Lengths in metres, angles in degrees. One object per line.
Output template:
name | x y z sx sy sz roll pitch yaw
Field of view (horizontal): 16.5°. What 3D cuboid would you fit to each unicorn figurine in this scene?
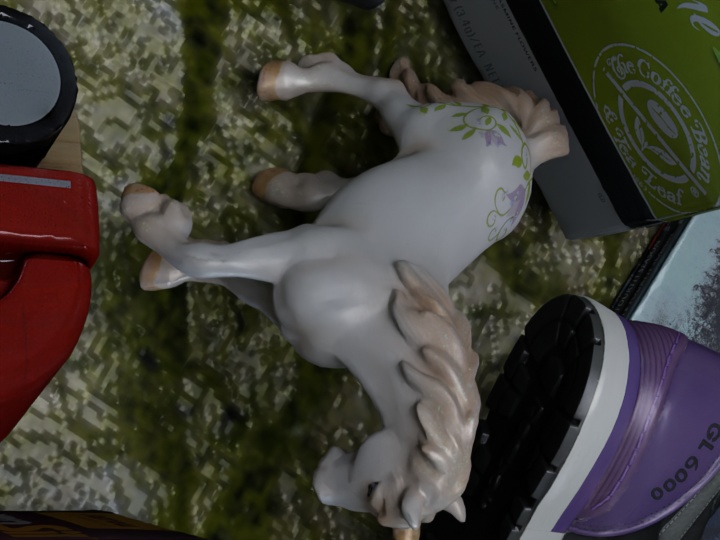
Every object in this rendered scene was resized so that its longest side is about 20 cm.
unicorn figurine | 0.000 0.000 0.756 0.200 0.137 0.074 -57 149 -27

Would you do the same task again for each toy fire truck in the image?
toy fire truck | -0.154 0.023 0.659 0.175 0.129 0.201 5 62 -25

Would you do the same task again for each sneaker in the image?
sneaker | 0.062 0.106 0.782 0.087 0.076 0.201 18 121 -21

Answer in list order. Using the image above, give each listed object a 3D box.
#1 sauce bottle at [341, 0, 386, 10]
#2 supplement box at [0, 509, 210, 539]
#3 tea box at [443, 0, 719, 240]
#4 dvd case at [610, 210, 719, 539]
sauce bottle | -0.074 -0.139 0.774 0.199 0.065 0.065 22 80 -25
supplement box | -0.151 0.114 0.708 0.199 0.110 0.086 2 88 -25
tea box | 0.110 -0.134 0.775 0.133 0.197 0.201 -31 96 -22
dvd case | 0.138 0.065 0.892 0.146 0.022 0.200 40 75 -19
